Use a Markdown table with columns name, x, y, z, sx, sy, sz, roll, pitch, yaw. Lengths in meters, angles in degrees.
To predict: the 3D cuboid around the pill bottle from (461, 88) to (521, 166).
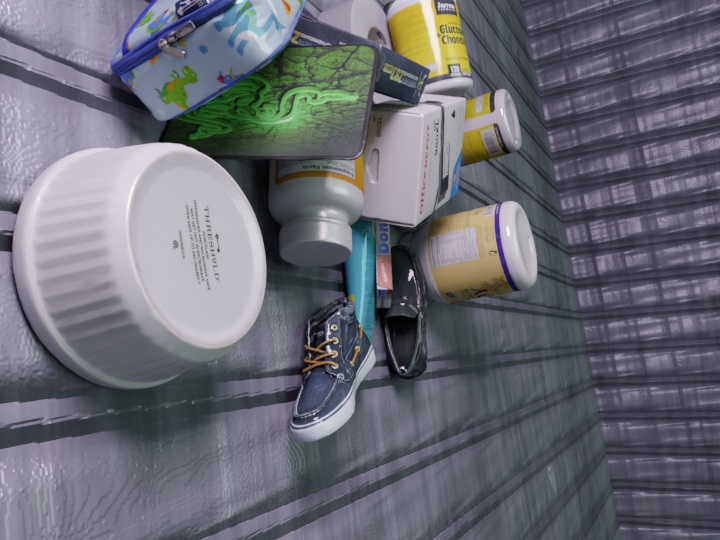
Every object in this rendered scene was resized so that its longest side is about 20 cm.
| name | x | y | z | sx | sy | sz | roll | pitch | yaw |
| --- | --- | --- | --- | --- | --- | --- | --- | --- | --- |
| pill bottle | 0.177 | -0.243 | 1.144 | 0.111 | 0.199 | 0.112 | 33 | 51 | -55 |

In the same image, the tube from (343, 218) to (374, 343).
| name | x | y | z | sx | sy | sz | roll | pitch | yaw |
| --- | --- | --- | --- | --- | --- | --- | --- | --- | --- |
| tube | 0.000 | 0.000 | 0.876 | 0.077 | 0.050 | 0.202 | 13 | 72 | -66 |

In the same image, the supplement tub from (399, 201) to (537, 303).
| name | x | y | z | sx | sy | sz | roll | pitch | yaw |
| --- | --- | --- | --- | --- | --- | --- | --- | --- | --- |
| supplement tub | 0.178 | -0.025 | 1.059 | 0.145 | 0.199 | 0.146 | 34 | 50 | -53 |

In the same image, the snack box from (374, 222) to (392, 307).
| name | x | y | z | sx | sy | sz | roll | pitch | yaw |
| --- | --- | --- | --- | --- | --- | --- | --- | --- | --- |
| snack box | 0.030 | -0.052 | 0.935 | 0.072 | 0.024 | 0.201 | 94 | -5 | -66 |

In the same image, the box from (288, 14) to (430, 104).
| name | x | y | z | sx | sy | sz | roll | pitch | yaw |
| --- | --- | --- | --- | --- | --- | --- | --- | --- | --- |
| box | -0.034 | -0.259 | 0.755 | 0.157 | 0.199 | 0.051 | -18 | 132 | -64 |

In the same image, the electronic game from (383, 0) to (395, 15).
| name | x | y | z | sx | sy | sz | roll | pitch | yaw |
| --- | --- | --- | --- | --- | --- | --- | --- | --- | --- |
| electronic game | 0.090 | -0.411 | 1.215 | 0.200 | 0.041 | 0.201 | 34 | 50 | -54 |

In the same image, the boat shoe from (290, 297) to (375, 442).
| name | x | y | z | sx | sy | sz | roll | pitch | yaw |
| --- | --- | --- | --- | --- | --- | --- | --- | --- | --- |
| boat shoe | -0.042 | 0.107 | 0.732 | 0.200 | 0.070 | 0.091 | -54 | 126 | -64 |

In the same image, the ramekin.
| name | x | y | z | sx | sy | sz | roll | pitch | yaw |
| --- | --- | --- | --- | --- | --- | --- | --- | --- | --- |
| ramekin | -0.159 | -0.009 | 0.513 | 0.202 | 0.094 | 0.204 | 33 | 51 | -54 |

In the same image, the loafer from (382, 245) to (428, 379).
| name | x | y | z | sx | sy | sz | roll | pitch | yaw |
| --- | --- | --- | --- | --- | --- | --- | --- | --- | --- |
| loafer | 0.066 | 0.060 | 0.950 | 0.070 | 0.068 | 0.202 | 15 | 69 | -71 |

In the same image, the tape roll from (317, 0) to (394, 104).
| name | x | y | z | sx | sy | sz | roll | pitch | yaw |
| --- | --- | --- | --- | --- | --- | --- | --- | --- | --- |
| tape roll | 0.008 | -0.316 | 0.992 | 0.200 | 0.066 | 0.202 | 32 | 52 | -54 |

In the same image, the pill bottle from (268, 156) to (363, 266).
| name | x | y | z | sx | sy | sz | roll | pitch | yaw |
| --- | --- | --- | --- | --- | --- | --- | --- | --- | --- |
| pill bottle | -0.052 | -0.112 | 0.744 | 0.111 | 0.110 | 0.202 | 30 | 54 | -56 |

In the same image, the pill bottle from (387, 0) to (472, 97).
| name | x | y | z | sx | sy | sz | roll | pitch | yaw |
| --- | --- | --- | --- | --- | --- | --- | --- | --- | --- |
| pill bottle | 0.105 | -0.372 | 1.009 | 0.112 | 0.111 | 0.202 | -17 | 95 | -63 |

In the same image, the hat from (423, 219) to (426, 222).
| name | x | y | z | sx | sy | sz | roll | pitch | yaw |
| --- | --- | --- | --- | --- | --- | --- | --- | --- | --- |
| hat | 0.082 | -0.181 | 1.053 | 0.200 | 0.081 | 0.202 | -22 | 118 | -47 |

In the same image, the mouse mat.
| name | x | y | z | sx | sy | sz | roll | pitch | yaw |
| --- | --- | --- | --- | --- | --- | --- | --- | --- | --- |
| mouse mat | -0.086 | -0.167 | 0.618 | 0.008 | 0.198 | 0.162 | 78 | 17 | -55 |

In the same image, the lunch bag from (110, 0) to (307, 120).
| name | x | y | z | sx | sy | sz | roll | pitch | yaw |
| --- | --- | --- | --- | --- | --- | --- | --- | --- | --- |
| lunch bag | -0.133 | -0.234 | 0.585 | 0.083 | 0.160 | 0.201 | 50 | 36 | -34 |

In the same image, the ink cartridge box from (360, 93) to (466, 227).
| name | x | y | z | sx | sy | sz | roll | pitch | yaw |
| --- | --- | --- | --- | --- | --- | --- | --- | --- | --- |
| ink cartridge box | 0.075 | -0.157 | 0.871 | 0.200 | 0.084 | 0.146 | -39 | 135 | -58 |
